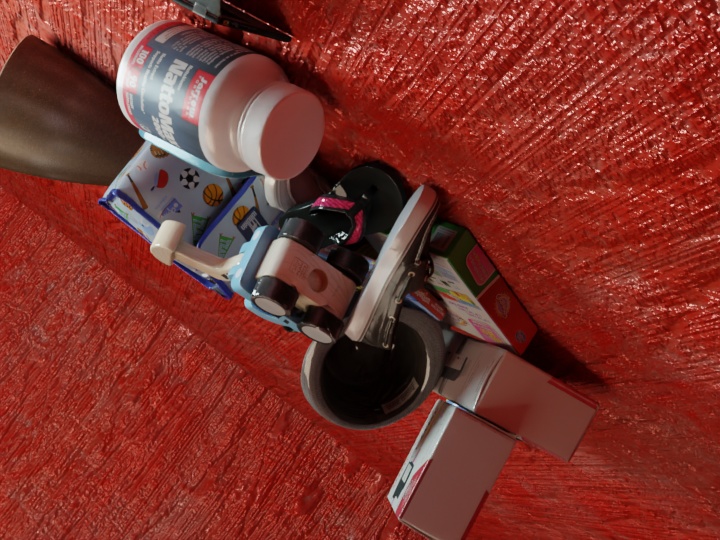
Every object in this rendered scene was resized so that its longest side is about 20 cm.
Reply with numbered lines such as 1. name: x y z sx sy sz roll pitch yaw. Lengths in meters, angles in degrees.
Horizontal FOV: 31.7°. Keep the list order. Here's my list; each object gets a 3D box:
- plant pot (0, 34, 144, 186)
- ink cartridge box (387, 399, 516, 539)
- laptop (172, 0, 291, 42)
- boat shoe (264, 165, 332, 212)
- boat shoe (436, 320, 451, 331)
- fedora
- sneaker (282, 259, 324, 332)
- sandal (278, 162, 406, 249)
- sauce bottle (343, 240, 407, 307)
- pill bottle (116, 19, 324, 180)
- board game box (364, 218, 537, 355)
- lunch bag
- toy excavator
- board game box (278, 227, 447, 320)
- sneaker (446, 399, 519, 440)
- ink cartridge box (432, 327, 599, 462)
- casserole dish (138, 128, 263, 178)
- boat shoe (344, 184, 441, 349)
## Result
1. plant pot: -0.389 -0.196 1.733 0.199 0.188 0.187 22 167 -3
2. ink cartridge box: 0.103 0.238 1.507 0.082 0.147 0.200 28 176 -1
3. laptop: -0.158 -0.299 1.103 0.187 0.117 0.200 31 -165 22
4. boat shoe: -0.054 -0.079 1.470 0.068 0.072 0.200 15 158 20
5. boat shoe: 0.025 0.037 1.649 0.199 0.071 0.064 34 166 4
6. fedora: 0.008 0.094 1.513 0.091 0.175 0.201 -113 9 -49
7. sneaker: -0.080 0.027 1.528 0.078 0.090 0.200 31 173 -16
8. sandal: -0.024 -0.056 1.367 0.199 0.045 0.075 -25 106 46
9. sauce bottle: 0.000 -0.003 1.587 0.199 0.066 0.066 29 165 25
10. pill bottle: -0.137 -0.166 1.261 0.199 0.120 0.120 27 164 34
11. board game box: 0.096 0.006 1.427 0.153 0.040 0.200 24 162 43
12. lunch bag: -0.185 -0.088 1.544 0.200 0.170 0.124 42 164 -15
13. toy excavator: -0.119 0.004 1.410 0.194 0.100 0.199 34 156 -25
14. board game box: 0.000 0.000 1.475 0.199 0.020 0.103 23 171 37
15. sneaker: 0.204 0.180 1.686 0.198 0.083 0.074 6 159 24
16. ink cartridge box: 0.173 0.146 1.533 0.145 0.085 0.200 30 178 -17
17. casserole dish: -0.156 -0.156 1.390 0.199 0.121 0.039 28 128 35
18. boat shoe: 0.044 0.000 1.319 0.056 0.069 0.201 25 124 -3
